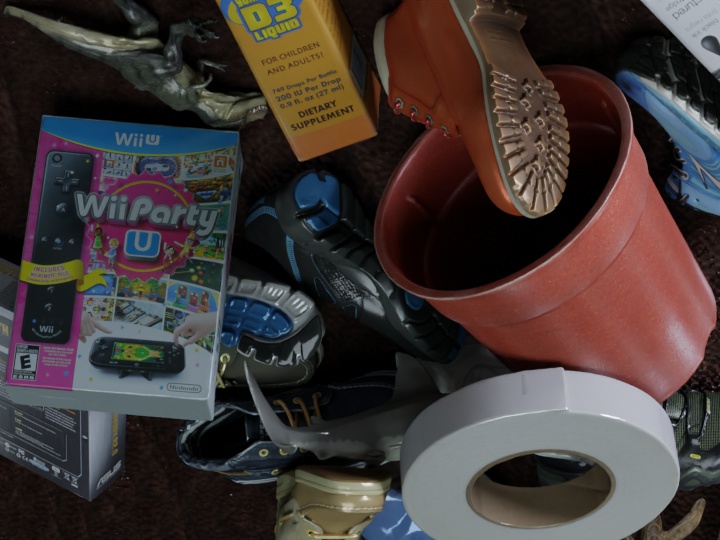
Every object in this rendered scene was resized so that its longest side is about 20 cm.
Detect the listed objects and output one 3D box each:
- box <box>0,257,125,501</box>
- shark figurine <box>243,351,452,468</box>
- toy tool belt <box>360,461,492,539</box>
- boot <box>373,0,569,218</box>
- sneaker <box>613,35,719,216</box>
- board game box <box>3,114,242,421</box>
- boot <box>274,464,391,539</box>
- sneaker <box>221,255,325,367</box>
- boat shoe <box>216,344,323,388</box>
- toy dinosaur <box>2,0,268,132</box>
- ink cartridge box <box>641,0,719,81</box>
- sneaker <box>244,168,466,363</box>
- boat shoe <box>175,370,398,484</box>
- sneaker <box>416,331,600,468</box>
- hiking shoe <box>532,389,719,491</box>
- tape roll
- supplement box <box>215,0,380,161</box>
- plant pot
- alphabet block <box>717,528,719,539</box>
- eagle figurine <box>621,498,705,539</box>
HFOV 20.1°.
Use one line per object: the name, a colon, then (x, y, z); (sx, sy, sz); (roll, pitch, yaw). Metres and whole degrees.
box: (-0.273, 0.069, 1.561); (0.199, 0.048, 0.159); (23, 131, 21)
shark figurine: (0.016, 0.101, 1.509); (0.213, 0.090, 0.128); (-1, 161, -9)
toy tool belt: (0.038, 0.201, 1.637); (0.200, 0.123, 0.125); (33, 124, -19)
boot: (0.071, -0.111, 1.358); (0.107, 0.201, 0.075); (-33, 151, 34)
sneaker: (0.240, -0.079, 1.424); (0.090, 0.079, 0.200); (-34, 118, 32)
board game box: (-0.167, -0.002, 1.449); (0.147, 0.201, 0.064); (5, 161, 1)
boot: (-0.028, 0.224, 1.507); (0.072, 0.156, 0.200); (8, 169, -15)
sneaker: (-0.115, 0.015, 1.541); (0.199, 0.087, 0.075); (28, 96, 9)
boat shoe: (-0.130, 0.066, 1.586); (0.200, 0.060, 0.072); (9, 129, -1)
toy dinosaur: (-0.148, -0.160, 1.421); (0.199, 0.048, 0.088); (26, 133, -10)
ink cartridge box: (0.294, -0.180, 1.333); (0.146, 0.086, 0.200); (-36, 116, 29)
sneaker: (0.000, 0.000, 1.528); (0.200, 0.073, 0.082); (43, 142, -24)
boat shoe: (-0.044, 0.124, 1.580); (0.199, 0.071, 0.091); (-20, 161, 27)
sneaker: (0.124, 0.098, 1.542); (0.199, 0.081, 0.076); (16, 115, 26)
hiking shoe: (0.221, 0.118, 1.582); (0.199, 0.076, 0.101); (-14, 129, 18)
tape roll: (0.127, 0.141, 1.448); (0.201, 0.037, 0.203); (-1, 143, -1)
supplement box: (-0.053, -0.176, 1.383); (0.066, 0.069, 0.201); (-18, 123, 16)
plant pot: (0.144, -0.006, 1.431); (0.200, 0.201, 0.195); (-24, 131, 23)
alphabet block: (0.385, 0.274, 1.617); (0.195, 0.196, 0.201); (8, 130, 2)
eagle figurine: (0.172, 0.263, 1.619); (0.151, 0.152, 0.200); (0, 159, -34)
